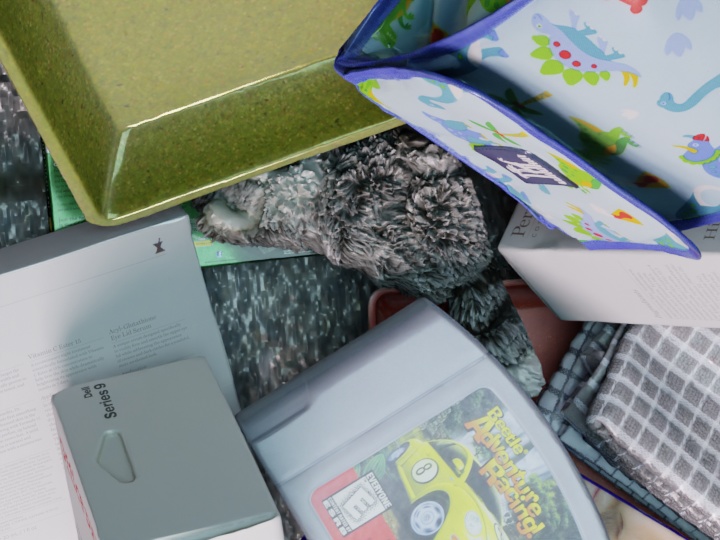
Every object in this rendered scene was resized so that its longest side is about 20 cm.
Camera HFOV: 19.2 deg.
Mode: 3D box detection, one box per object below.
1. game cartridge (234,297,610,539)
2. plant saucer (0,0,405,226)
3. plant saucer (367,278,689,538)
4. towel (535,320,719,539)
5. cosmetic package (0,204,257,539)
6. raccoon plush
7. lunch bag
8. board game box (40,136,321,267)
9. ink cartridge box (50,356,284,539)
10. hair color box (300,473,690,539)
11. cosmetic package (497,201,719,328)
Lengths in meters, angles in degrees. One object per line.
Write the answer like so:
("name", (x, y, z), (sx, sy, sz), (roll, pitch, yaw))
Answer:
("game cartridge", (0.044, 0.122, 1.056), (0.133, 0.041, 0.200), (-32, 88, -4))
("plant saucer", (-0.067, -0.127, 0.989), (0.199, 0.048, 0.200), (-19, 139, 3))
("plant saucer", (0.101, 0.102, 1.176), (0.199, 0.037, 0.200), (-3, 94, -12))
("towel", (0.214, 0.067, 1.139), (0.200, 0.086, 0.166), (36, 84, -12))
("cosmetic package", (-0.167, 0.064, 1.092), (0.199, 0.052, 0.151), (-18, 111, -12))
("raccoon plush", (0.000, 0.000, 1.090), (0.134, 0.097, 0.201), (-25, 88, -4))
("lunch bag", (0.110, -0.095, 0.945), (0.170, 0.200, 0.128), (33, 49, -25))
("board game box", (-0.068, -0.055, 1.136), (0.199, 0.023, 0.105), (-5, 96, -13))
("ink cartridge box", (-0.084, 0.166, 1.043), (0.084, 0.146, 0.201), (-14, 124, -13))
("hair color box", (0.082, 0.150, 1.124), (0.200, 0.065, 0.110), (31, 87, -14))
("cosmetic package", (0.175, -0.030, 1.057), (0.074, 0.200, 0.102), (45, 59, -38))
